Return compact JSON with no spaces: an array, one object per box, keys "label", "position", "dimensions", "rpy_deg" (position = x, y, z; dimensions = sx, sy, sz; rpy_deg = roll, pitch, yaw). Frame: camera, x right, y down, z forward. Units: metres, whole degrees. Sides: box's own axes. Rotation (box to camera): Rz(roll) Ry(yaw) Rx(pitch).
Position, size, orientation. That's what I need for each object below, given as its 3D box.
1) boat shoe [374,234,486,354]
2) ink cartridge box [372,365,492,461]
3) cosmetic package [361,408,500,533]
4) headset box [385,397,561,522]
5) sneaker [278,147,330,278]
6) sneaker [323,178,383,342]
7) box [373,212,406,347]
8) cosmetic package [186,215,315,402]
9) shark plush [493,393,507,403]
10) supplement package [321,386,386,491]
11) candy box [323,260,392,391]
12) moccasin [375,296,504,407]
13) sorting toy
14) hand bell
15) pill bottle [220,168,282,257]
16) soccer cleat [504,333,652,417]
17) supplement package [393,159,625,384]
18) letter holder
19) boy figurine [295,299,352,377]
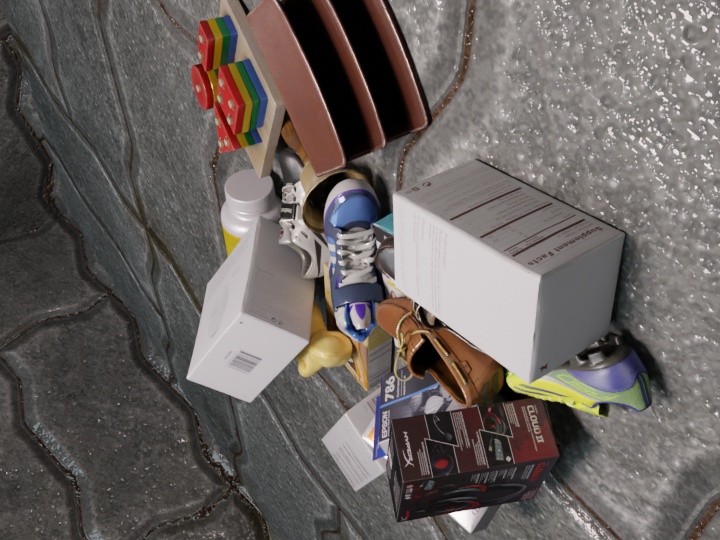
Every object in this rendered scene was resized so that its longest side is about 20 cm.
[{"label":"boat shoe","position":[0.095,0.025,0.871],"dimensions":[0.198,0.073,0.075],"rpy_deg":[30,130,20]},{"label":"ink cartridge box","position":[0.078,0.165,0.979],"dimensions":[0.039,0.101,0.199],"rpy_deg":[34,131,-32]},{"label":"cosmetic package","position":[0.109,0.247,1.049],"dimensions":[0.199,0.102,0.071],"rpy_deg":[35,-176,28]},{"label":"headset box","position":[0.133,0.220,0.899],"dimensions":[0.150,0.196,0.076],"rpy_deg":[92,168,-56]},{"label":"sneaker","position":[-0.092,-0.082,1.169],"dimensions":[0.074,0.088,0.203],"rpy_deg":[0,114,64]},{"label":"sneaker","position":[0.000,0.000,1.007],"dimensions":[0.202,0.079,0.148],"rpy_deg":[97,163,-48]},{"label":"box","position":[0.073,0.027,1.003],"dimensions":[0.082,0.049,0.203],"rpy_deg":[32,143,45]},{"label":"cosmetic package","position":[-0.168,0.064,1.234],"dimensions":[0.199,0.121,0.203],"rpy_deg":[-45,31,40]},{"label":"shark plush","position":[0.132,0.177,1.035],"dimensions":[0.083,0.092,0.199],"rpy_deg":[35,157,-21]},{"label":"supplement package","position":[0.024,0.276,1.286],"dimensions":[0.110,0.113,0.200],"rpy_deg":[54,154,11]},{"label":"candy box","position":[-0.003,0.080,1.200],"dimensions":[0.116,0.055,0.202],"rpy_deg":[47,153,33]},{"label":"moccasin","position":[0.079,0.096,0.917],"dimensions":[0.201,0.077,0.075],"rpy_deg":[41,148,40]},{"label":"sorting toy","position":[-0.192,-0.265,1.154],"dimensions":[0.203,0.069,0.199],"rpy_deg":[64,157,16]},{"label":"hand bell","position":[-0.073,-0.157,1.078],"dimensions":[0.105,0.102,0.201],"rpy_deg":[92,153,-49]},{"label":"pill bottle","position":[-0.180,-0.069,1.324],"dimensions":[0.111,0.110,0.202],"rpy_deg":[43,151,33]},{"label":"soccer cleat","position":[0.218,0.119,0.801],"dimensions":[0.085,0.064,0.200],"rpy_deg":[59,155,-2]},{"label":"supplement package","position":[0.136,-0.008,0.754],"dimensions":[0.199,0.116,0.119],"rpy_deg":[36,140,43]},{"label":"letter holder","position":[-0.023,-0.227,0.866],"dimensions":[0.141,0.100,0.203],"rpy_deg":[-5,111,62]},{"label":"boy figurine","position":[-0.077,0.109,1.238],"dimensions":[0.199,0.063,0.127],"rpy_deg":[4,90,63]}]
